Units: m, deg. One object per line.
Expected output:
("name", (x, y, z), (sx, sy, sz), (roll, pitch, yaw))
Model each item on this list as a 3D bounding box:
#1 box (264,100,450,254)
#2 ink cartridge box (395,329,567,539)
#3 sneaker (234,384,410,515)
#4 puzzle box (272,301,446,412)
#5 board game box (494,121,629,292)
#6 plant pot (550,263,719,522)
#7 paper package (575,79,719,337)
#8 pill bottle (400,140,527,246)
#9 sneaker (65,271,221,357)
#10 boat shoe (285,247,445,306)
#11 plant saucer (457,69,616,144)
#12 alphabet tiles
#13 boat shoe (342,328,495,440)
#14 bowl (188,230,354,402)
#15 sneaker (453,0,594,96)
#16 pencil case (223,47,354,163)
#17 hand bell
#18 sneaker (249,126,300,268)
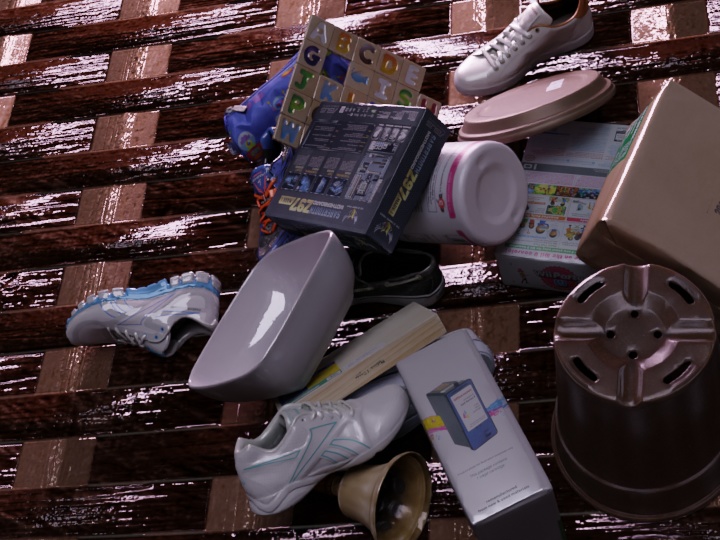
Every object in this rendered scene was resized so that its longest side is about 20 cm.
("box", (-0.007, -0.109, 1.429), (0.199, 0.051, 0.159), (11, 70, 51))
("ink cartridge box", (0.121, 0.183, 1.260), (0.086, 0.146, 0.202), (-24, 53, 0))
("sneaker", (-0.038, 0.165, 1.281), (0.199, 0.081, 0.070), (-31, 19, -16))
("puzzle box", (-0.006, 0.102, 1.381), (0.198, 0.026, 0.133), (-32, 9, -5))
("board game box", (0.250, -0.075, 1.453), (0.145, 0.065, 0.202), (7, 57, 23))
("plant pot", (0.272, 0.109, 1.232), (0.197, 0.199, 0.203), (-9, 53, 11))
("paper package", (0.350, -0.064, 1.342), (0.189, 0.104, 0.202), (31, 65, -2))
("pill bottle", (0.085, -0.089, 1.448), (0.198, 0.114, 0.114), (5, 53, 50))
("sneaker", (-0.259, 0.067, 1.511), (0.197, 0.075, 0.088), (-16, 58, 7))
("boat shoe", (0.000, 0.000, 1.478), (0.196, 0.064, 0.072), (-1, 55, 18))
("plant saucer", (0.206, -0.195, 1.503), (0.197, 0.030, 0.200), (-19, 14, 5))
("alphabet tiles", (0.003, -0.199, 1.556), (0.197, 0.008, 0.170), (22, 74, -19))
("boat shoe", (0.051, 0.128, 1.381), (0.197, 0.074, 0.067), (-22, 31, -5))
("bowl", (-0.088, 0.062, 1.398), (0.199, 0.074, 0.202), (-17, 40, 57))
("sneaker", (0.202, -0.299, 1.614), (0.198, 0.085, 0.073), (-30, 54, -3))
("pencil case", (-0.090, -0.223, 1.615), (0.199, 0.087, 0.079), (-38, 37, 14))
("hand bell", (-0.033, 0.225, 1.333), (0.198, 0.105, 0.105), (8, 57, 37))
("sneaker", (-0.106, -0.091, 1.553), (0.075, 0.078, 0.203), (-27, 45, 37))
